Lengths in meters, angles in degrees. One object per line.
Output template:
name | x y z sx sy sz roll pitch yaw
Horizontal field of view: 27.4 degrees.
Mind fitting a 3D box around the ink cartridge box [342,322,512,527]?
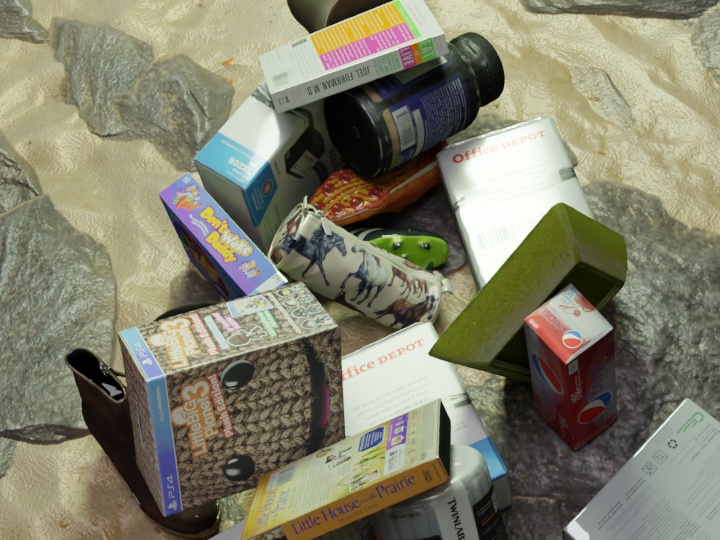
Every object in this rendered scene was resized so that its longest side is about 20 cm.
ink cartridge box | 0.052 0.176 1.545 0.145 0.086 0.201 -24 55 -4

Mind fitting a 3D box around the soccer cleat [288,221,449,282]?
soccer cleat | 0.003 -0.030 1.702 0.197 0.068 0.082 -5 41 7

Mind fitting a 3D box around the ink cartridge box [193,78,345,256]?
ink cartridge box | -0.091 -0.142 1.740 0.083 0.146 0.201 29 67 25

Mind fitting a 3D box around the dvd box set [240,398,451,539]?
dvd box set | -0.010 0.193 1.370 0.198 0.030 0.146 -25 12 9

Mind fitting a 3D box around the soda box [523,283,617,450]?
soda box | 0.213 0.101 1.490 0.063 0.201 0.070 -35 58 -12

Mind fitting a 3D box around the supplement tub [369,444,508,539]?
supplement tub | 0.085 0.278 1.399 0.121 0.203 0.123 -16 12 4

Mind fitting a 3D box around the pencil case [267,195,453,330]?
pencil case | 0.000 0.000 1.623 0.198 0.090 0.078 26 45 -13

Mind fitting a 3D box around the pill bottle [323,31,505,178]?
pill bottle | 0.065 -0.195 1.683 0.199 0.113 0.112 -29 55 -27

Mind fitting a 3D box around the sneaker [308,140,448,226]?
sneaker | 0.025 -0.089 1.711 0.198 0.078 0.073 -25 54 -25

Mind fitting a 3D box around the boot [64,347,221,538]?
boot | -0.232 0.183 1.549 0.072 0.167 0.199 -40 59 -18

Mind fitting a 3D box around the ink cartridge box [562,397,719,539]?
ink cartridge box | 0.336 0.258 1.462 0.199 0.041 0.200 -42 60 -15

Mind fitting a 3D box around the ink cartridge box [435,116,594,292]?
ink cartridge box | 0.181 -0.057 1.667 0.142 0.084 0.202 -16 58 1

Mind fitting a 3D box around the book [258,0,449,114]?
book | -0.011 -0.238 1.636 0.197 0.049 0.134 -19 26 -1

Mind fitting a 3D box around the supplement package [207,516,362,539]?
supplement package | -0.085 0.318 1.463 0.198 0.120 0.122 -29 58 -7

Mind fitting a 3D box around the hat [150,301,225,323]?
hat | -0.146 0.113 1.618 0.198 0.204 0.081 13 22 19

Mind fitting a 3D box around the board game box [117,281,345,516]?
board game box | -0.124 0.124 1.458 0.197 0.161 0.097 -16 32 -20

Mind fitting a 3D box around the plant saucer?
plant saucer | 0.186 0.038 1.500 0.200 0.199 0.048 -50 62 12

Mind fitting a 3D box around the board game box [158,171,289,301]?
board game box | -0.141 -0.001 1.668 0.045 0.135 0.200 -36 59 -12

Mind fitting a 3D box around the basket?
basket | 0.001 -0.319 1.791 0.178 0.137 0.201 -18 27 3
